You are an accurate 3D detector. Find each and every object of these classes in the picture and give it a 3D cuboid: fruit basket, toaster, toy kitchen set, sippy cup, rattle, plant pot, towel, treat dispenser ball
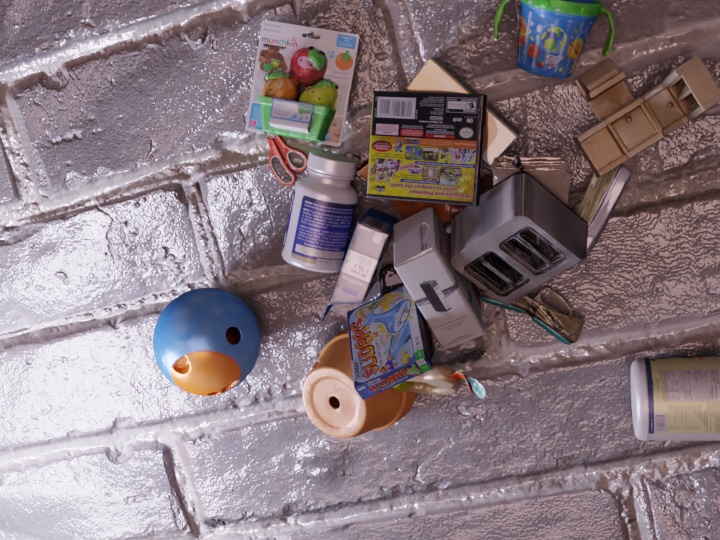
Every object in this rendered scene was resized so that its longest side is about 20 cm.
[{"bbox_3d":[-0.107,-0.335,1.723,0.184,0.094,0.202,12,101,9],"label":"fruit basket"},{"bbox_3d":[0.261,-0.057,1.627,0.200,0.119,0.180,35,130,-25],"label":"toaster"},{"bbox_3d":[0.438,-0.279,1.563,0.199,0.180,0.164,-32,87,5],"label":"toy kitchen set"},{"bbox_3d":[0.320,-0.393,1.607,0.177,0.139,0.131,25,119,31],"label":"sippy cup"},{"bbox_3d":[0.141,0.149,1.668,0.130,0.144,0.200,35,152,-20],"label":"rattle"},{"bbox_3d":[-0.015,0.217,1.772,0.199,0.140,0.202,11,111,28],"label":"plant pot"},{"bbox_3d":[0.292,-0.118,1.668,0.131,0.035,0.201,2,136,8],"label":"towel"},{"bbox_3d":[-0.287,0.133,1.806,0.199,0.201,0.203,3,103,11],"label":"treat dispenser ball"}]

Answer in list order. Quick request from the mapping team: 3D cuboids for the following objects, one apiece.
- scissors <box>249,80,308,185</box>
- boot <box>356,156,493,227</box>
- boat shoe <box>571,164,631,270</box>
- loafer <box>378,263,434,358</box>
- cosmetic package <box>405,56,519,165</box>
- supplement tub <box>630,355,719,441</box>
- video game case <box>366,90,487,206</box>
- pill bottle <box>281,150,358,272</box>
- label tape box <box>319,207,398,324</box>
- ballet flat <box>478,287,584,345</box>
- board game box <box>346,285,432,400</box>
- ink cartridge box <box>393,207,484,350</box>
[{"bbox_3d":[-0.171,-0.251,1.794,0.073,0.014,0.201,-35,94,17],"label":"scissors"},{"bbox_3d":[0.121,-0.165,1.706,0.188,0.069,0.200,-31,111,29],"label":"boot"},{"bbox_3d":[0.402,-0.098,1.688,0.062,0.072,0.201,30,97,18],"label":"boat shoe"},{"bbox_3d":[0.085,0.086,1.789,0.071,0.063,0.201,-19,98,17],"label":"loafer"},{"bbox_3d":[0.179,-0.277,1.670,0.200,0.105,0.071,42,107,2],"label":"cosmetic package"},{"bbox_3d":[0.575,0.222,1.674,0.198,0.145,0.146,-3,102,12],"label":"supplement tub"},{"bbox_3d":[0.109,-0.206,1.619,0.199,0.025,0.182,6,97,24],"label":"video game case"},{"bbox_3d":[-0.068,-0.108,1.749,0.119,0.120,0.201,15,104,8],"label":"pill bottle"},{"bbox_3d":[0.000,0.000,1.747,0.063,0.144,0.201,22,106,4],"label":"label tape box"},{"bbox_3d":[0.313,0.061,1.743,0.199,0.068,0.076,27,84,-1],"label":"ballet flat"},{"bbox_3d":[0.047,0.120,1.683,0.135,0.201,0.035,-26,125,13],"label":"board game box"},{"bbox_3d":[0.136,0.013,1.687,0.083,0.145,0.201,-23,120,15],"label":"ink cartridge box"}]
